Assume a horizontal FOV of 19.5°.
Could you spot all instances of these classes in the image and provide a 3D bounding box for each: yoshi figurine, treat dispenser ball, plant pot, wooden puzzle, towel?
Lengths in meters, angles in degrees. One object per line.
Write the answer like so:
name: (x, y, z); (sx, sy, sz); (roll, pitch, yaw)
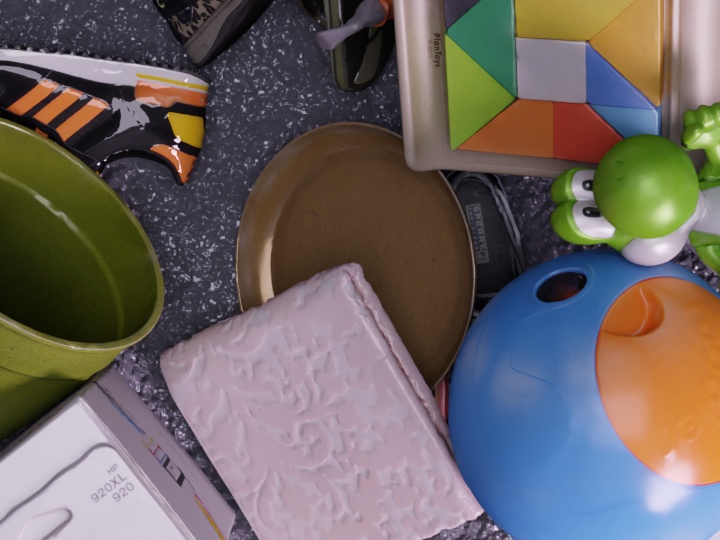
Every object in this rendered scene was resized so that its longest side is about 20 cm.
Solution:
yoshi figurine: (0.216, -0.039, 1.243); (0.200, 0.112, 0.112); (1, 126, -8)
treat dispenser ball: (0.154, 0.087, 1.311); (0.200, 0.201, 0.201); (0, 93, 0)
plant pot: (0.000, 0.000, 1.413); (0.200, 0.027, 0.200); (4, 96, 36)
wooden puzzle: (0.120, -0.129, 1.269); (0.200, 0.037, 0.185); (2, 127, 10)
plant pot: (-0.264, 0.033, 1.374); (0.200, 0.200, 0.193); (41, 119, -3)
towel: (-0.026, 0.106, 1.406); (0.200, 0.032, 0.191); (-26, 96, 42)

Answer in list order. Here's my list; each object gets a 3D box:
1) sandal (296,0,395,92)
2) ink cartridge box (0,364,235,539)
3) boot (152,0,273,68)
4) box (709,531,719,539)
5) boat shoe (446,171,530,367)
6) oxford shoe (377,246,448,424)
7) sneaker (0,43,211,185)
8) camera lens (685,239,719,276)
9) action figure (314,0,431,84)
sandal: (-0.026, -0.220, 1.430); (0.057, 0.080, 0.201); (-12, 97, 35)
ink cartridge box: (-0.184, 0.170, 1.380); (0.147, 0.200, 0.145); (-39, 93, 2)
boot: (-0.109, -0.240, 1.376); (0.154, 0.204, 0.073); (46, 50, 2)
box: (0.247, 0.187, 1.427); (0.200, 0.115, 0.132); (-44, 93, 2)
boat shoe: (0.095, 0.026, 1.439); (0.073, 0.068, 0.200); (-7, 94, 0)
oxford shoe: (0.026, 0.072, 1.442); (0.075, 0.070, 0.200); (-10, 92, 6)
sneaker: (-0.204, -0.103, 1.428); (0.200, 0.070, 0.090); (5, 91, -2)
camera lens: (0.252, -0.091, 1.385); (0.200, 0.160, 0.160); (44, 92, -5)
action figure: (0.089, -0.165, 1.402); (0.200, 0.105, 0.194); (41, 66, -7)
